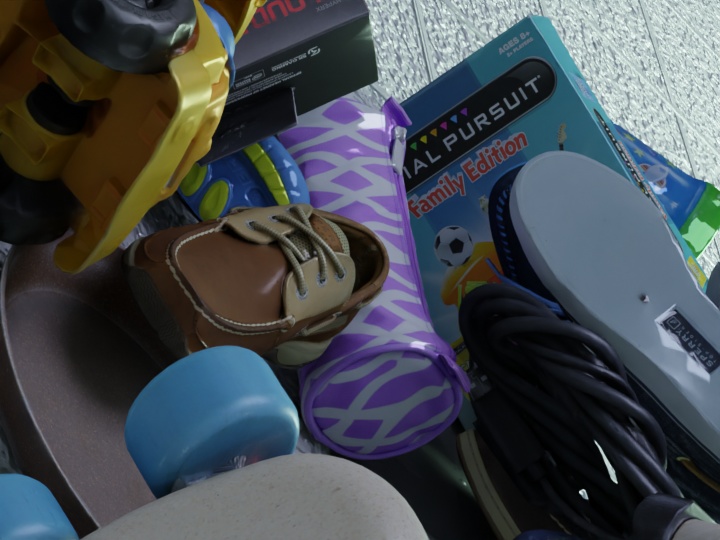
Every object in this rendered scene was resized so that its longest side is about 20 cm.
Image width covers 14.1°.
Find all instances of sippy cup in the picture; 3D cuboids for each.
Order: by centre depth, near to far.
[{"bbox_3d":[0.131,-0.036,1.755,0.130,0.178,0.140,43,50,-3],"label":"sippy cup"}]

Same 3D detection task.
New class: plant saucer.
[{"bbox_3d":[-0.092,0.073,1.218,0.200,0.032,0.201,46,22,-25],"label":"plant saucer"}]

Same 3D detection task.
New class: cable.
[{"bbox_3d":[0.117,0.091,1.406,0.201,0.051,0.163,56,-17,10],"label":"cable"}]

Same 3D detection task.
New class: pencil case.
[{"bbox_3d":[0.000,0.000,1.454,0.084,0.085,0.201,59,14,-46],"label":"pencil case"}]

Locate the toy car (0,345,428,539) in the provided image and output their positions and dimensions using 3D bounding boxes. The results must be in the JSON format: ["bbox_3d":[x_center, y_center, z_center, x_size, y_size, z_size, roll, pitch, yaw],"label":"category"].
[{"bbox_3d":[-0.045,0.170,1.064,0.185,0.176,0.200,53,-12,33],"label":"toy car"}]

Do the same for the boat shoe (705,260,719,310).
[{"bbox_3d":[0.219,0.083,1.481,0.072,0.065,0.201,-133,-148,-70],"label":"boat shoe"}]

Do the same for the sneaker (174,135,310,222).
[{"bbox_3d":[-0.093,-0.085,1.422,0.200,0.071,0.083,55,-6,11],"label":"sneaker"}]

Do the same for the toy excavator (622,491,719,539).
[{"bbox_3d":[0.173,0.224,1.311,0.194,0.099,0.201,36,72,-49],"label":"toy excavator"}]

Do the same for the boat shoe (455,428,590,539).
[{"bbox_3d":[0.128,0.149,1.519,0.200,0.072,0.072,51,8,-10],"label":"boat shoe"}]

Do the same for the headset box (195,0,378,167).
[{"bbox_3d":[-0.089,-0.139,1.353,0.075,0.148,0.201,80,-14,-68],"label":"headset box"}]

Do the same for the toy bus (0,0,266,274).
[{"bbox_3d":[-0.109,-0.119,1.225,0.200,0.136,0.192,49,37,15],"label":"toy bus"}]

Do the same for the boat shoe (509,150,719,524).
[{"bbox_3d":[0.135,0.039,1.421,0.071,0.091,0.201,-32,73,-26],"label":"boat shoe"}]

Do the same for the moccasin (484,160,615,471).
[{"bbox_3d":[0.131,0.035,1.486,0.201,0.080,0.068,57,13,-12],"label":"moccasin"}]

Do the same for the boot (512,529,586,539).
[{"bbox_3d":[0.100,0.178,1.404,0.200,0.090,0.073,21,40,-57],"label":"boot"}]

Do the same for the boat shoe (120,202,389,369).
[{"bbox_3d":[-0.042,-0.001,1.290,0.076,0.074,0.200,56,16,7],"label":"boat shoe"}]

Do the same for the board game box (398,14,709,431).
[{"bbox_3d":[0.087,-0.012,1.569,0.201,0.151,0.047,58,16,7],"label":"board game box"}]
